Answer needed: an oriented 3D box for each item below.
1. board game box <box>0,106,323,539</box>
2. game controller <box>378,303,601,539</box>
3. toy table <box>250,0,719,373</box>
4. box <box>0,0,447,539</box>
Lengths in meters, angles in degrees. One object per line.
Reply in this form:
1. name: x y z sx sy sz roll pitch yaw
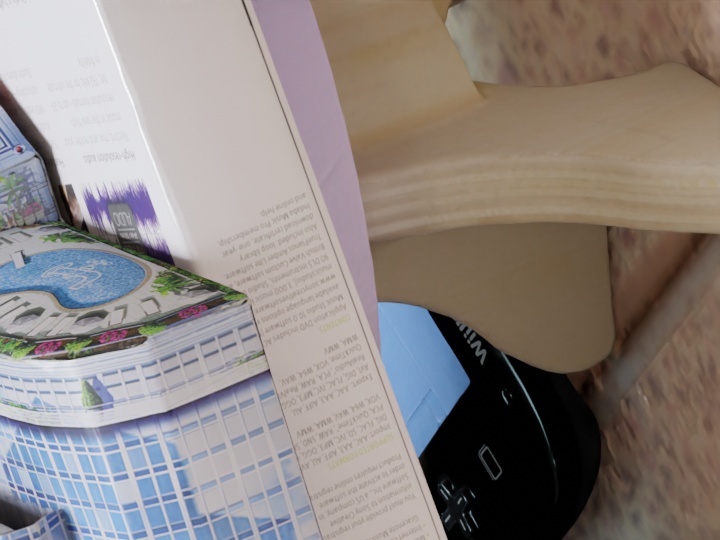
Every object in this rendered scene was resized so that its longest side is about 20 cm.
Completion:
1. board game box: -0.076 0.044 0.638 0.200 0.062 0.200 18 130 61
2. game controller: 0.000 0.000 0.841 0.200 0.042 0.104 58 156 20
3. toy table: 0.003 -0.041 0.700 0.184 0.117 0.200 47 150 39
4. box: -0.041 0.013 0.657 0.144 0.036 0.200 2 112 66
